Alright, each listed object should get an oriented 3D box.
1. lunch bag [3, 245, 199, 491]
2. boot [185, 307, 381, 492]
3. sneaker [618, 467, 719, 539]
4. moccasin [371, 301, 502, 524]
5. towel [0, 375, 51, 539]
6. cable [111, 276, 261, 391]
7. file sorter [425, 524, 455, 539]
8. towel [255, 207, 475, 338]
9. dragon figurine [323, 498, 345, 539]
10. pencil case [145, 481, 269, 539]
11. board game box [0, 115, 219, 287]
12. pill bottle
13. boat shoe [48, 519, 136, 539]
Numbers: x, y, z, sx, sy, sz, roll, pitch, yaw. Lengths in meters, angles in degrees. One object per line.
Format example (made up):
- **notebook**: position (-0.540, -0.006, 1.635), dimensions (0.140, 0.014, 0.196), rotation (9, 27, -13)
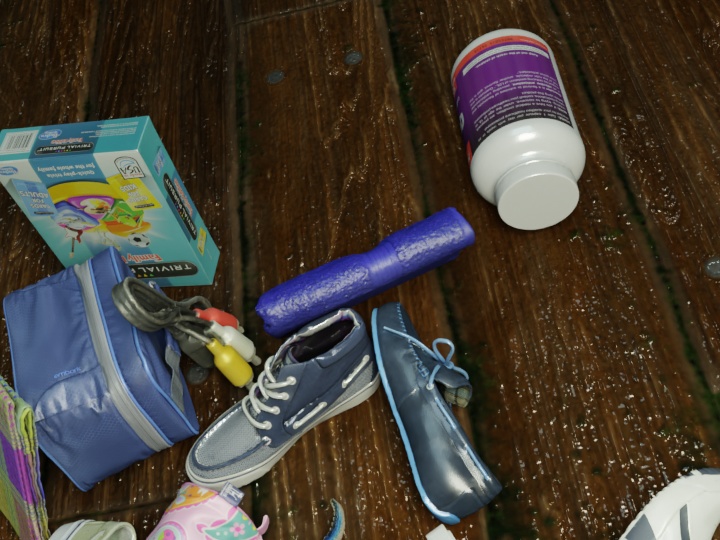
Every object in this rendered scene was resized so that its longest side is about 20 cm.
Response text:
- **lunch bag**: position (-0.229, 0.078, 0.843), dimensions (0.132, 0.136, 0.200), rotation (-24, 49, -5)
- **boot**: position (-0.075, 0.109, 0.807), dimensions (0.200, 0.090, 0.073), rotation (-34, 52, -13)
- **sneaker**: position (0.223, 0.240, 0.636), dimensions (0.199, 0.080, 0.130), rotation (-37, 58, -19)
- **moccasin**: position (0.066, 0.112, 0.783), dimensions (0.068, 0.080, 0.201), rotation (-26, 63, 12)
- **towel**: position (-0.301, 0.146, 0.779), dimensions (0.023, 0.201, 0.143), rotation (-23, 43, -34)
- **cable**: position (-0.149, 0.038, 0.814), dimensions (0.050, 0.200, 0.097), rotation (-26, 57, 6)
- **file sorter**: position (0.055, 0.280, 0.573), dimensions (0.124, 0.200, 0.139), rotation (-31, 51, -5)
- **towel**: position (0.000, 0.000, 0.841), dimensions (0.199, 0.148, 0.050), rotation (-24, 85, -5)
- **dragon figurine**: position (-0.068, 0.252, 0.688), dimensions (0.099, 0.059, 0.201), rotation (21, 62, -10)
- **pencil case**: position (-0.150, 0.263, 0.713), dimensions (0.087, 0.088, 0.200), rotation (16, 57, 25)
- **board game box**: position (-0.244, -0.058, 0.910), dimensions (0.150, 0.200, 0.047), rotation (-3, 52, 13)
- **pill bottle**: position (0.157, -0.140, 0.924), dimensions (0.112, 0.113, 0.201), rotation (-11, 51, 7)
- **boat shoe**: position (-0.235, 0.267, 0.708), dimensions (0.062, 0.072, 0.200), rotation (-20, 29, 23)
